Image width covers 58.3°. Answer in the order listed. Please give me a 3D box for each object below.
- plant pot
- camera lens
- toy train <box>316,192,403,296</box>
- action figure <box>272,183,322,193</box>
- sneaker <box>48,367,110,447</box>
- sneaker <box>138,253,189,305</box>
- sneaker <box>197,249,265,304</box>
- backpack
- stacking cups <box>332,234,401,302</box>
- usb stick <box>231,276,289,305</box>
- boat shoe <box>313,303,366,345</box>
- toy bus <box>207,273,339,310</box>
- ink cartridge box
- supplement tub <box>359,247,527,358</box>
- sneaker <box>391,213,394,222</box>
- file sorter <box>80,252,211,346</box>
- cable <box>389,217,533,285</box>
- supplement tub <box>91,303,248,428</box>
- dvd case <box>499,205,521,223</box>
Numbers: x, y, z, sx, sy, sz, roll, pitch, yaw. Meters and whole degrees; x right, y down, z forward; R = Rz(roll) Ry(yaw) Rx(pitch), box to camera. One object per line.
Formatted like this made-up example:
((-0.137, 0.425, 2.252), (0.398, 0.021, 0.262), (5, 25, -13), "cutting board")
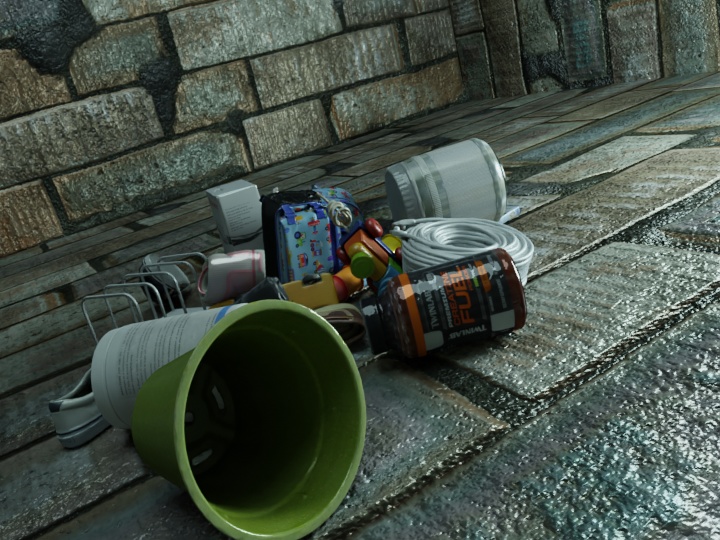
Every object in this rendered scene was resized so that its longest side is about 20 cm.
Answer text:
((-0.128, 0.141, 0.620), (0.188, 0.203, 0.199), (-13, 13, 47), "plant pot")
((0.159, -0.143, 1.189), (0.196, 0.163, 0.160), (-18, 17, -7), "camera lens")
((-0.003, -0.030, 1.002), (0.084, 0.200, 0.116), (-41, 20, 17), "toy train")
((-0.089, -0.123, 1.476), (0.192, 0.199, 0.106), (26, 86, 43), "action figure")
((-0.339, 0.158, 0.894), (0.072, 0.072, 0.200), (-6, 20, 26), "sneaker")
((-0.407, 0.025, 1.301), (0.079, 0.079, 0.200), (-37, -8, -4), "sneaker")
((-0.202, 0.026, 1.020), (0.102, 0.077, 0.201), (-4, -23, -11), "sneaker")
((-0.072, -0.055, 1.169), (0.196, 0.187, 0.134), (-10, 22, -27), "backpack")
((0.000, 0.000, 1.110), (0.060, 0.062, 0.199), (2, 24, 42), "stacking cups")
((-0.187, 0.085, 0.918), (0.199, 0.056, 0.033), (-38, -18, 5), "usb stick")
((-0.084, 0.097, 0.876), (0.196, 0.074, 0.072), (-12, 16, -11), "boat shoe")
((-0.128, 0.066, 0.973), (0.196, 0.066, 0.079), (-16, -21, -1), "toy bus")
((-0.228, -0.067, 1.271), (0.082, 0.204, 0.145), (-20, 18, -17), "ink cartridge box")
((0.100, 0.047, 0.810), (0.196, 0.109, 0.107), (-16, 17, 0), "supplement tub")
((0.143, -0.138, 1.389), (0.089, 0.080, 0.199), (4, 25, 41), "sneaker")
((-0.350, 0.062, 1.110), (0.136, 0.127, 0.200), (-5, 20, 28), "file sorter")
((0.157, -0.022, 0.969), (0.196, 0.071, 0.200), (-7, 24, -21), "cable")
((-0.214, 0.120, 0.804), (0.196, 0.135, 0.132), (-9, 18, 14), "supplement tub")
((0.207, -0.088, 1.281), (0.198, 0.018, 0.141), (-30, 22, -36), "dvd case")
